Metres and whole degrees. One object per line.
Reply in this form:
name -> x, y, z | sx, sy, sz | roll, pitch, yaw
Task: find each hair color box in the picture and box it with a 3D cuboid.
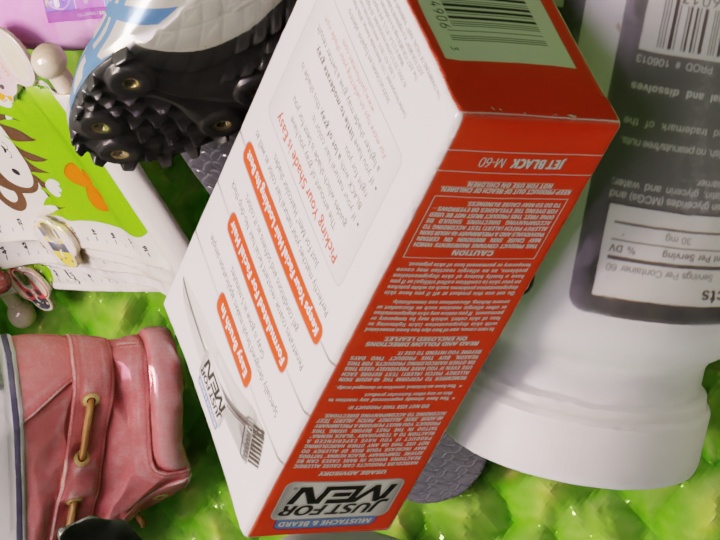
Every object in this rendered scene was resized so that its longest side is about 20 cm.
hair color box -> 0.003, -0.016, 0.805 | 0.201, 0.064, 0.111 | -61, 38, 39

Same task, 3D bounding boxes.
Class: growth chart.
growth chart -> -0.137, -0.035, 0.986 | 0.145, 0.018, 0.200 | 53, 152, -20

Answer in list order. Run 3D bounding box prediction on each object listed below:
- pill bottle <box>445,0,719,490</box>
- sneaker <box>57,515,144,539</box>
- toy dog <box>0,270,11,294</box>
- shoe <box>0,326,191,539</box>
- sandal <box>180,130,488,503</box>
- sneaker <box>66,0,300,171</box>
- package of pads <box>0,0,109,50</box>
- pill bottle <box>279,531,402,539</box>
pill bottle -> 0.090, -0.035, 0.832 | 0.116, 0.116, 0.201 | 19, 107, 33
sneaker -> -0.095, 0.194, 1.006 | 0.060, 0.104, 0.201 | 24, 109, 34
toy dog -> -0.200, 0.063, 1.062 | 0.096, 0.132, 0.201 | 2, 128, 2
shoe -> -0.120, 0.102, 1.036 | 0.201, 0.090, 0.072 | 96, 164, -45
sandal -> 0.000, 0.000, 0.921 | 0.076, 0.043, 0.201 | -14, 112, 34
sneaker -> -0.048, -0.114, 0.813 | 0.200, 0.071, 0.073 | -59, 34, 38
package of pads -> -0.044, -0.126, 0.918 | 0.199, 0.120, 0.076 | 0, 102, 37
pill bottle -> -0.021, 0.210, 0.950 | 0.111, 0.111, 0.201 | 35, 116, 28
